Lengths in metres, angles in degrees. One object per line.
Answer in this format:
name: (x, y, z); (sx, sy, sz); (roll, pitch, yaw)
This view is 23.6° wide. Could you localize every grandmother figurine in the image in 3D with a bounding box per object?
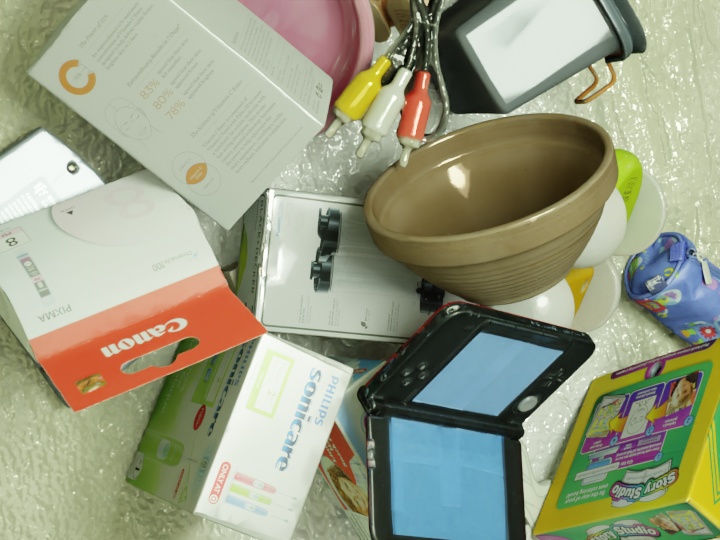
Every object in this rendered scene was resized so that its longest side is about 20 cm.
grandmother figurine: (0.076, -0.273, 1.485); (0.200, 0.121, 0.061); (-54, 141, -36)

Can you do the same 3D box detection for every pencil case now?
pencil case: (0.339, 0.039, 1.612); (0.200, 0.087, 0.078); (34, 53, -21)

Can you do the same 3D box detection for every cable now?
cable: (0.049, -0.179, 1.368); (0.097, 0.050, 0.201); (20, 102, -13)

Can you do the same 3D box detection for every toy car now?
toy car: (0.162, -0.031, 1.503); (0.175, 0.150, 0.201); (-14, 136, -60)

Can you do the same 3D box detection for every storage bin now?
storage bin: (0.137, -0.193, 1.473); (0.134, 0.200, 0.146); (-34, 102, -7)

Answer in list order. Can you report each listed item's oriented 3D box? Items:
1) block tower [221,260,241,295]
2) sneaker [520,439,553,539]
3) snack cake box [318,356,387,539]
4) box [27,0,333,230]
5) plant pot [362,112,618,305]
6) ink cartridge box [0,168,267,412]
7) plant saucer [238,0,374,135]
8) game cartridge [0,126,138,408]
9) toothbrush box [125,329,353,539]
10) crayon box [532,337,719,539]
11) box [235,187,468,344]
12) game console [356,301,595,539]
block tower: (-0.032, -0.009, 1.471); (0.199, 0.054, 0.058); (-26, 100, -21)
sneaker: (0.097, 0.162, 1.524); (0.081, 0.075, 0.200); (-50, 116, -23)
snack cake box: (0.022, 0.174, 1.463); (0.067, 0.115, 0.201); (-35, 104, -20)
box: (-0.137, -0.151, 1.350); (0.200, 0.098, 0.124); (39, 114, -15)
plant pot: (0.109, -0.038, 1.352); (0.200, 0.201, 0.093); (-29, 120, -20)
ink cartridge box: (-0.185, 0.008, 1.296); (0.162, 0.200, 0.057); (-23, 125, -22)
plant saucer: (-0.087, -0.198, 1.405); (0.199, 0.051, 0.202); (2, 118, 3)
game cartridge: (-0.240, -0.007, 1.393); (0.133, 0.040, 0.201); (-36, 104, -15)
toothbrush box: (-0.100, 0.125, 1.365); (0.086, 0.200, 0.146); (24, 82, -22)
crayon box: (0.256, 0.157, 1.492); (0.058, 0.200, 0.173); (37, 58, -19)
box: (0.000, 0.000, 1.423); (0.199, 0.060, 0.117); (5, 89, -23)
game console: (0.103, 0.133, 1.384); (0.199, 0.119, 0.172); (14, 127, -47)
